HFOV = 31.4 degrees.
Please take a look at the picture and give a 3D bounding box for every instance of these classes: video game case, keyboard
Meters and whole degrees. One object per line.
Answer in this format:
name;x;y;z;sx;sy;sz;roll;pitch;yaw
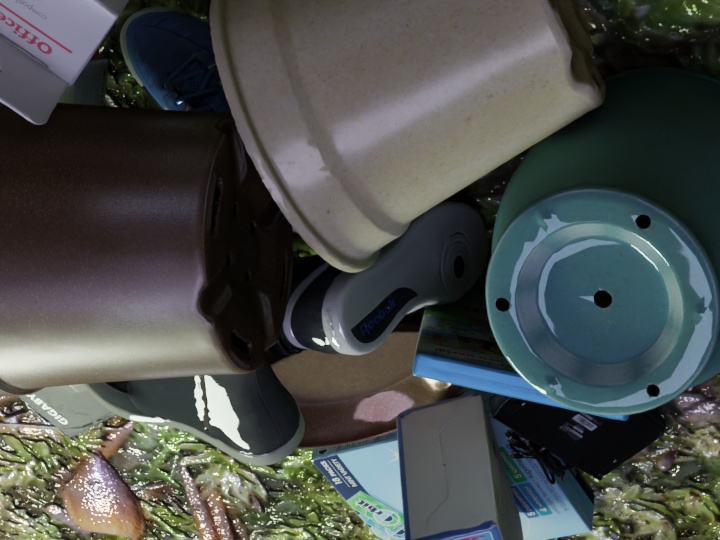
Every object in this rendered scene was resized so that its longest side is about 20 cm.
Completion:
video game case;0.113;0.051;0.910;0.142;0.200;0.018;12;105;3
keyboard;0.162;0.116;1.025;0.104;0.040;0.200;-38;139;16

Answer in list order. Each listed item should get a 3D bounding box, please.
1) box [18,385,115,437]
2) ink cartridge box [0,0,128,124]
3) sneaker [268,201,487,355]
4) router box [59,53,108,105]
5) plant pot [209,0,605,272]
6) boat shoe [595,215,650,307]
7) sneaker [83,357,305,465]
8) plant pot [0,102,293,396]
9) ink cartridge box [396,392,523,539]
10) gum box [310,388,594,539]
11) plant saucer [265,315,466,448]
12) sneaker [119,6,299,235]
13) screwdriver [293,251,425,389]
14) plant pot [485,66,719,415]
box;-0.268;0.049;1.108;0.159;0.050;0.200;-27;122;32
ink cartridge box;-0.182;-0.191;0.741;0.116;0.201;0.068;33;133;-18
sneaker;0.000;0.000;0.910;0.111;0.200;0.074;-2;107;37
router box;-0.280;-0.070;0.922;0.178;0.049;0.202;13;108;12
plant pot;0.039;-0.126;0.769;0.182;0.201;0.201;-23;125;19
boat shoe;0.209;-0.004;0.909;0.199;0.068;0.072;-21;125;31
sneaker;-0.130;0.054;0.890;0.199;0.075;0.107;16;139;30
plant pot;-0.155;-0.014;0.767;0.197;0.201;0.201;1;134;16
ink cartridge box;0.092;0.221;1.041;0.076;0.137;0.201;-14;130;11
gum box;0.083;0.186;1.145;0.199;0.045;0.170;-17;127;29
plant saucer;-0.010;0.082;0.997;0.199;0.037;0.201;-11;151;-6
sneaker;-0.080;-0.105;0.849;0.200;0.077;0.076;42;91;3
screwdriver;-0.001;0.032;1.032;0.029;0.028;0.200;-38;119;5
plant pot;0.165;-0.008;0.783;0.199;0.188;0.202;9;112;22
